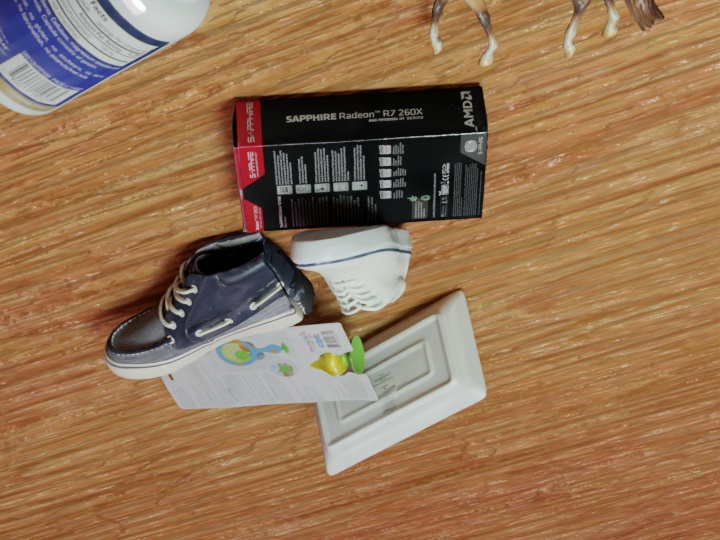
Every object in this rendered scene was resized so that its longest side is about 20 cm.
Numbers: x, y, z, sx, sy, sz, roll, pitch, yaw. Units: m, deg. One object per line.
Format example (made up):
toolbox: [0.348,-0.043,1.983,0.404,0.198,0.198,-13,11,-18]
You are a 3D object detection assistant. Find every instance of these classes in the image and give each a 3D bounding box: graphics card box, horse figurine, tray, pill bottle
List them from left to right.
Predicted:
pill bottle: [-0.171,-0.197,1.405,0.200,0.120,0.120,-25,142,28]
graphics card box: [0.001,-0.087,1.657,0.199,0.051,0.126,-3,147,0]
tray: [0.025,0.103,1.899,0.200,0.108,0.022,-30,151,34]
horse figurine: [0.114,-0.208,1.474,0.199,0.050,0.133,-3,131,13]

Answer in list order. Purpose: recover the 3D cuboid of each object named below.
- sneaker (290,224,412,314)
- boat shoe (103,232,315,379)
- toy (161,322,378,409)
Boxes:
sneaker: [0.000,0.000,1.693,0.073,0.071,0.200,-4,179,22]
boat shoe: [-0.148,0.024,1.804,0.200,0.075,0.093,-21,138,11]
toy: [-0.090,0.076,1.891,0.199,0.047,0.115,-1,140,22]
